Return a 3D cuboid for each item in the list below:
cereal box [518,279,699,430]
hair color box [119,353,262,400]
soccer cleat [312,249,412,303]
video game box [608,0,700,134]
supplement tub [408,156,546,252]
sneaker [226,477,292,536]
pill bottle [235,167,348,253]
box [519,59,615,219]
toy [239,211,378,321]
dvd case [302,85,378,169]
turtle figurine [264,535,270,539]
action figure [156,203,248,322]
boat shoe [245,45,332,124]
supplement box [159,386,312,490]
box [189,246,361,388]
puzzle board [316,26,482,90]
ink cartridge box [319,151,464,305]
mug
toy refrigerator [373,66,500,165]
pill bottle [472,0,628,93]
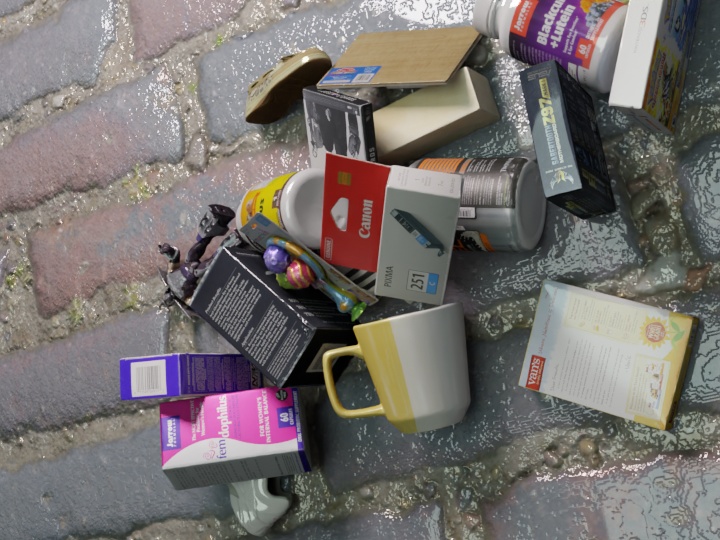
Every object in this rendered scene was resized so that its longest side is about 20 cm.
[{"bbox_3d":[0.309,0.103,1.429,0.199,0.039,0.145,16,94,29],"label":"cereal box"},{"bbox_3d":[-0.241,0.152,1.640,0.108,0.200,0.065,-7,81,28],"label":"hair color box"},{"bbox_3d":[0.000,0.000,1.595,0.199,0.069,0.086,7,118,37],"label":"soccer cleat"},{"bbox_3d":[0.355,-0.276,1.349,0.046,0.182,0.202,12,93,29],"label":"video game box"},{"bbox_3d":[0.134,-0.087,1.493,0.198,0.122,0.124,2,88,30],"label":"supplement tub"},{"bbox_3d":[-0.163,0.281,1.669,0.099,0.078,0.201,-37,78,13],"label":"sneaker"},{"bbox_3d":[-0.102,-0.079,1.597,0.200,0.108,0.110,-6,82,60],"label":"pill bottle"},{"bbox_3d":[0.255,-0.154,1.386,0.051,0.200,0.159,-15,80,23],"label":"box"},{"bbox_3d":[-0.080,0.006,1.535,0.199,0.115,0.047,34,70,-11],"label":"toy"},{"bbox_3d":[-0.023,-0.143,1.561,0.150,0.025,0.202,27,130,52],"label":"dvd case"},{"bbox_3d":[-0.130,0.494,1.618,0.149,0.100,0.201,-38,75,21],"label":"turtle figurine"},{"bbox_3d":[-0.253,-0.009,1.735,0.130,0.069,0.200,48,113,13],"label":"action figure"},{"bbox_3d":[-0.113,-0.278,1.646,0.199,0.073,0.063,-28,65,48],"label":"boat shoe"},{"bbox_3d":[-0.175,0.235,1.597,0.198,0.104,0.102,-9,63,0],"label":"supplement box"},{"bbox_3d":[-0.117,0.066,1.608,0.200,0.148,0.105,39,105,27],"label":"box"},{"bbox_3d":[0.056,-0.288,1.555,0.198,0.151,0.017,3,130,30],"label":"puzzle board"},{"bbox_3d":[0.032,-0.049,1.441,0.175,0.201,0.045,10,47,5],"label":"ink cartridge box"},{"bbox_3d":[0.064,0.135,1.514,0.185,0.149,0.155,-14,88,32],"label":"mug"},{"bbox_3d":[0.082,-0.205,1.557,0.199,0.076,0.071,-23,76,27],"label":"toy refrigerator"},{"bbox_3d":[0.247,-0.312,1.451,0.199,0.111,0.112,28,100,27],"label":"pill bottle"}]
